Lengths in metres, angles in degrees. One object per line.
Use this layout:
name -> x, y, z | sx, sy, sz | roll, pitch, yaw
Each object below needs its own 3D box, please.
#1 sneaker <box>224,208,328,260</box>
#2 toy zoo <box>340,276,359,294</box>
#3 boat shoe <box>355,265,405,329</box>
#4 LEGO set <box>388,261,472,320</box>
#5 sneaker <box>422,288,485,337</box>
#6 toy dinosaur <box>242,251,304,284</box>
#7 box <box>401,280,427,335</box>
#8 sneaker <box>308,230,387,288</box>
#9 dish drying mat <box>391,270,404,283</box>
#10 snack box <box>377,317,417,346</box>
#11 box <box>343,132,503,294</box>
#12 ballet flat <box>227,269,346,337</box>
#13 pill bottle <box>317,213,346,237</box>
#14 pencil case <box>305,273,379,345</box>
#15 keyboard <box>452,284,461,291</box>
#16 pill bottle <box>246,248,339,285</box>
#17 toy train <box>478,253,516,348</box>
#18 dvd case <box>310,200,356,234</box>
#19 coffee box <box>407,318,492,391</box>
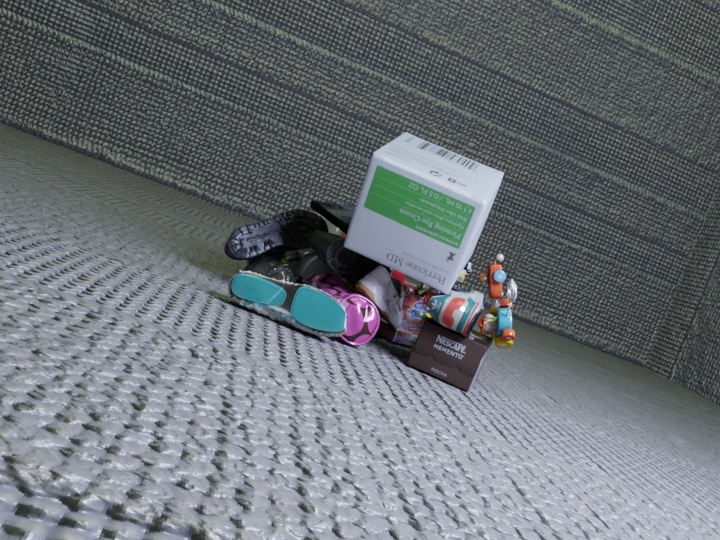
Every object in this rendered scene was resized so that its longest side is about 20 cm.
sneaker -> -0.161, -0.064, 1.303 | 0.198, 0.077, 0.087 | -11, -6, -24
toy zoo -> 0.000, 0.000, 1.381 | 0.020, 0.201, 0.131 | 36, 7, -23
boat shoe -> 0.052, 0.048, 1.240 | 0.071, 0.069, 0.200 | 40, -6, 23
LEGO set -> 0.131, 0.018, 1.380 | 0.199, 0.155, 0.116 | 33, -29, -11
sneaker -> 0.155, 0.056, 1.166 | 0.093, 0.071, 0.200 | 27, 8, 6
toy dinosaur -> -0.169, 0.002, 1.267 | 0.198, 0.078, 0.102 | 16, 16, 38
box -> 0.112, 0.083, 1.543 | 0.099, 0.096, 0.200 | 22, 4, -11
sneaker -> -0.020, -0.019, 1.245 | 0.090, 0.076, 0.200 | 32, -8, 39
dish drying mat -> 0.055, 0.030, 1.457 | 0.076, 0.018, 0.201 | 28, 35, -13
snack box -> 0.031, 0.103, 1.380 | 0.071, 0.025, 0.199 | 20, 4, -41
box -> 0.108, -0.103, 1.156 | 0.197, 0.173, 0.200 | 24, 27, 10
ballet flat -> -0.111, 0.052, 1.080 | 0.198, 0.073, 0.072 | 22, 4, 3
pill bottle -> -0.059, -0.026, 1.546 | 0.109, 0.110, 0.201 | 24, -24, 38
pencil case -> -0.037, 0.061, 1.180 | 0.094, 0.090, 0.200 | 57, -11, -19
keyboard -> 0.088, -0.008, 1.265 | 0.198, 0.021, 0.127 | 27, -3, -14
pill bottle -> -0.136, -0.013, 1.390 | 0.115, 0.117, 0.199 | 17, 6, -43
toy train -> 0.235, 0.056, 1.228 | 0.055, 0.152, 0.200 | 0, 10, 5
dvd case -> 0.002, -0.093, 1.322 | 0.141, 0.018, 0.200 | 5, 18, -28
coffee box -> 0.162, 0.139, 1.203 | 0.112, 0.081, 0.200 | 23, 5, 13
